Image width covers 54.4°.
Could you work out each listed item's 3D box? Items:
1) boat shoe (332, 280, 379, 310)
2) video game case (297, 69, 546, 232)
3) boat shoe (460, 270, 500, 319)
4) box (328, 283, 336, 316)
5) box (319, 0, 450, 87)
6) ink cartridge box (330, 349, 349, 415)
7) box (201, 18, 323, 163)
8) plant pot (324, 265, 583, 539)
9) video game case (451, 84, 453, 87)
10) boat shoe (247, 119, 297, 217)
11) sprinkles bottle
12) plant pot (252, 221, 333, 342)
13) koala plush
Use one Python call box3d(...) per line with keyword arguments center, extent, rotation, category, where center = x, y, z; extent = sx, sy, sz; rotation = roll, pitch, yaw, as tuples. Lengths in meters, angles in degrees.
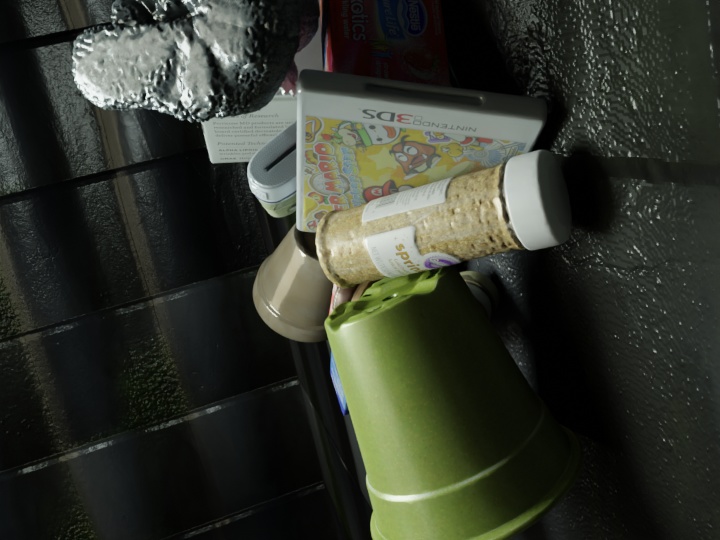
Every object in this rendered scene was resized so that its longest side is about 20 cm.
box3d(center=(0.000, 0.000, 0.846), extent=(0.071, 0.069, 0.200), rotation=(-69, -9, 24), category="boat shoe")
box3d(center=(0.037, -0.080, 0.584), extent=(0.201, 0.178, 0.023), rotation=(101, 175, -63), category="video game case")
box3d(center=(0.053, 0.061, 0.737), extent=(0.075, 0.069, 0.199), rotation=(49, 138, -9), category="boat shoe")
box3d(center=(0.012, 0.080, 1.078), extent=(0.201, 0.101, 0.096), rotation=(105, 147, -65), category="box")
box3d(center=(0.016, -0.206, 0.621), extent=(0.096, 0.098, 0.204), rotation=(106, 161, -68), category="box")
box3d(center=(0.031, 0.130, 0.975), extent=(0.201, 0.134, 0.077), rotation=(98, 157, -61), category="ink cartridge box")
box3d(center=(-0.083, -0.243, 0.797), extent=(0.131, 0.196, 0.202), rotation=(102, 164, -68), category="box")
box3d(center=(0.060, 0.101, 0.600), extent=(0.192, 0.198, 0.200), rotation=(65, 168, -7), category="plant pot")
box3d(center=(0.053, -0.180, 0.773), extent=(0.201, 0.023, 0.184), rotation=(100, 152, -64), category="video game case")
box3d(center=(-0.026, -0.129, 0.688), extent=(0.072, 0.199, 0.062), rotation=(49, 167, 21), category="boat shoe")
box3d(center=(0.060, -0.035, 0.548), extent=(0.197, 0.068, 0.069), rotation=(-12, 95, 33), category="sprinkles bottle")
box3d(center=(-0.087, 0.000, 1.278), extent=(0.202, 0.197, 0.175), rotation=(66, 150, 32), category="plant pot")
box3d(center=(-0.095, -0.208, 0.559), extent=(0.200, 0.181, 0.180), rotation=(-37, -36, -60), category="koala plush")
